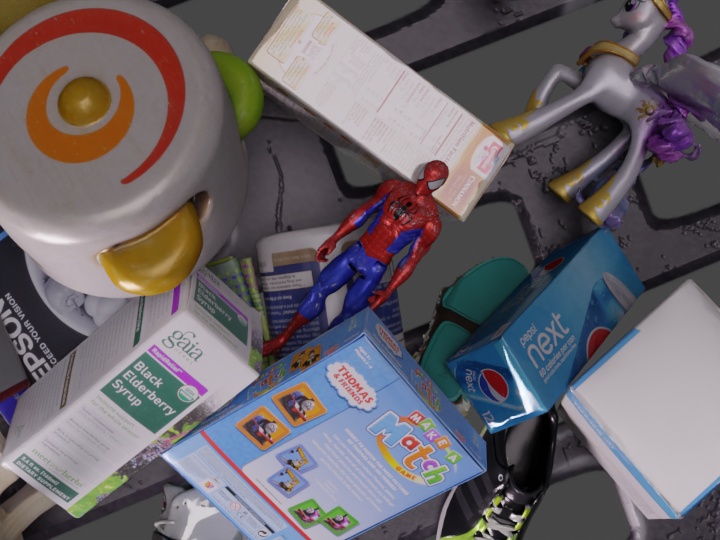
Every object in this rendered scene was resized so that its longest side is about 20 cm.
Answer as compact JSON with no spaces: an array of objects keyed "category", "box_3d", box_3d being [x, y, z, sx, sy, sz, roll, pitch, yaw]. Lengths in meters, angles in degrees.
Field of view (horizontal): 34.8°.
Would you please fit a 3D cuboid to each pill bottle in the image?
[{"category":"pill bottle","box_3d":[-0.018,0.064,0.938,0.109,0.111,0.204,-9,92,-5]}]

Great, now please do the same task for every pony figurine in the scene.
[{"category":"pony figurine","box_3d":[0.234,-0.136,0.949,0.193,0.166,0.200,43,95,9]}]

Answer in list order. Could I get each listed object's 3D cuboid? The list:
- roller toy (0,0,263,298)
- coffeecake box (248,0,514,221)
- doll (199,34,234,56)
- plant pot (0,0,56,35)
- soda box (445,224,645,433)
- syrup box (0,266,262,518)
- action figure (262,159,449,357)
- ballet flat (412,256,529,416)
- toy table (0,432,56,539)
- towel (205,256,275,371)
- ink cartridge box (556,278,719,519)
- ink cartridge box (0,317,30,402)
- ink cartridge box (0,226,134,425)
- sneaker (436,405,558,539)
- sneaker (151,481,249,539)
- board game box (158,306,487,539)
[{"category":"roller toy","box_3d":[-0.173,-0.084,0.786,0.179,0.140,0.203,11,71,9]},{"category":"coffeecake box","box_3d":[0.011,-0.125,0.915,0.199,0.154,0.074,36,89,-6]},{"category":"doll","box_3d":[-0.188,-0.128,0.949,0.199,0.048,0.137,-37,95,-3]},{"category":"plant pot","box_3d":[-0.270,-0.272,0.875,0.194,0.195,0.200,-46,104,-3]},{"category":"soda box","box_3d":[0.153,0.042,0.921,0.068,0.064,0.200,56,44,-5]},{"category":"syrup box","box_3d":[-0.170,0.087,0.862,0.199,0.082,0.079,-38,118,19]},{"category":"action figure","box_3d":[0.000,0.000,0.844,0.065,0.052,0.201,42,104,16]},{"category":"ballet flat","box_3d":[0.081,0.063,0.946,0.075,0.064,0.200,29,44,12]},{"category":"toy table","box_3d":[-0.285,0.217,0.894,0.116,0.185,0.201,-26,119,9]},{"category":"towel","box_3d":[-0.164,0.078,0.935,0.197,0.023,0.146,-14,89,17]},{"category":"ink cartridge box","box_3d":[0.246,0.112,0.932,0.128,0.200,0.126,-40,77,-4]},{"category":"ink cartridge box","box_3d":[-0.387,0.077,0.858,0.198,0.145,0.146,-23,95,16]},{"category":"ink cartridge box","box_3d":[-0.271,0.000,0.916,0.199,0.043,0.199,-34,93,16]},{"category":"sneaker","box_3d":[0.116,0.187,0.967,0.071,0.083,0.203,17,90,-5]},{"category":"sneaker","box_3d":[-0.144,0.223,0.951,0.088,0.074,0.201,41,78,-5]},{"category":"board game box","box_3d":[-0.028,0.133,0.859,0.198,0.037,0.152,-30,115,24]}]
